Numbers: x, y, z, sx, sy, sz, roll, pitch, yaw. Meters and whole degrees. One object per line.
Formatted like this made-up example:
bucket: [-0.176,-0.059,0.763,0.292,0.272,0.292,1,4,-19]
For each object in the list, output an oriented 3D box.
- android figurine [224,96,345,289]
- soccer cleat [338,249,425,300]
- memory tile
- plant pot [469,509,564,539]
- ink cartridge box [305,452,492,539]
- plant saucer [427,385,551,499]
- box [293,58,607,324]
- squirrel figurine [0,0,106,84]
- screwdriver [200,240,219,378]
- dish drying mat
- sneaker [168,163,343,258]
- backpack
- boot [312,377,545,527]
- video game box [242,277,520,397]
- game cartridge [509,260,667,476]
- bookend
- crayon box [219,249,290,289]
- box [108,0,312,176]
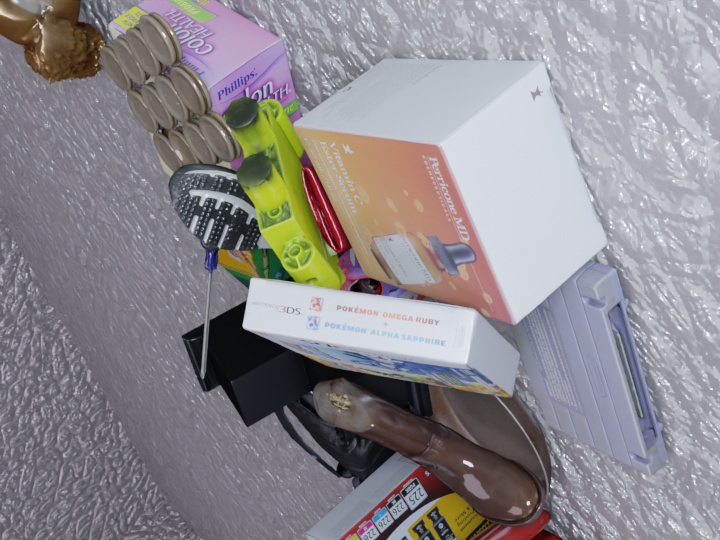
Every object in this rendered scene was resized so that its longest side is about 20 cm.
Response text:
android figurine: [-0.058,-0.055,0.925,0.201,0.040,0.184,57,-165,-54]
soccer cleat: [0.000,0.000,1.088,0.199,0.073,0.069,16,140,56]
memory tile: [-0.185,-0.164,1.037,0.155,0.017,0.199,59,157,-15]
plant pot: [0.170,0.363,1.134,0.184,0.198,0.201,56,159,11]
ink cartridge box: [0.067,0.317,1.256,0.177,0.199,0.084,58,156,-13]
plant saucer: [0.130,0.159,1.121,0.200,0.032,0.202,43,155,25]
box: [0.064,-0.068,0.817,0.199,0.106,0.154,17,139,56]
squirrel figurine: [-0.411,-0.323,1.360,0.202,0.140,0.186,62,163,-16]
screwdriver: [-0.158,0.014,1.112,0.029,0.027,0.204,34,121,52]
dish drying mat: [-0.020,-0.059,0.972,0.200,0.018,0.078,-39,-73,-79]
sneaker: [-0.102,-0.062,1.044,0.198,0.074,0.080,17,-152,-37]
backpack: [-0.033,0.145,1.301,0.200,0.126,0.168,41,155,21]
boot: [0.062,0.170,1.033,0.199,0.065,0.185,35,169,-40]
video game box: [0.024,0.057,0.869,0.179,0.048,0.200,10,170,20]
game cartridge: [0.179,0.068,0.887,0.129,0.038,0.202,29,148,53]
bookend: [-0.057,0.111,1.156,0.200,0.197,0.093,46,158,43]
crayon box: [-0.148,-0.069,1.303,0.118,0.058,0.202,37,153,34]
box: [-0.147,-0.165,1.111,0.175,0.096,0.202,36,153,36]
